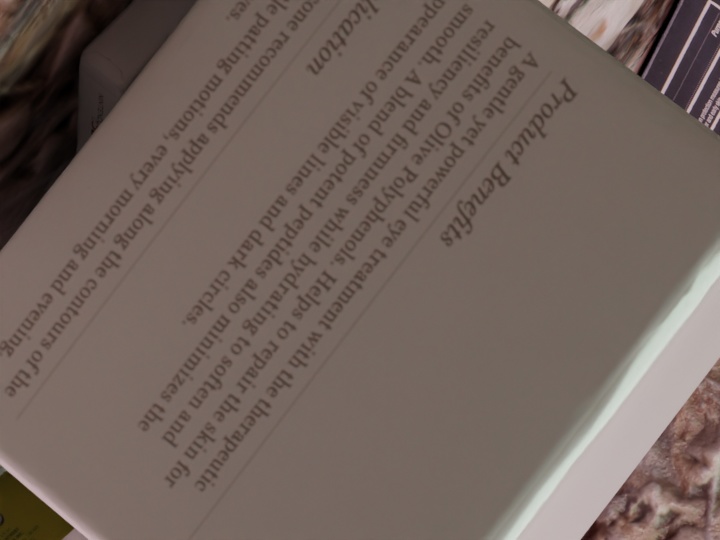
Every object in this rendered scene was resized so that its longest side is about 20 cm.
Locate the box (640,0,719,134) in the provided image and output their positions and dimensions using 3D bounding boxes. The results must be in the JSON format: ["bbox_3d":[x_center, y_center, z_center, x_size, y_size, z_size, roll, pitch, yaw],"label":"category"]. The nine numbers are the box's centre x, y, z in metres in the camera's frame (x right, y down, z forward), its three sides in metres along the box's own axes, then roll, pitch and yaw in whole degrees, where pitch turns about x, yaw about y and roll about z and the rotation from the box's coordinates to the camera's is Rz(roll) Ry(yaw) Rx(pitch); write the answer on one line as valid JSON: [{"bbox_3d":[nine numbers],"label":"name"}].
[{"bbox_3d":[0.264,-0.081,1.647,0.123,0.198,0.200,-46,167,-39],"label":"box"}]

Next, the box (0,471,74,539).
[{"bbox_3d":[-0.152,0.160,1.109,0.075,0.050,0.200,-45,167,-31],"label":"box"}]

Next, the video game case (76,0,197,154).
[{"bbox_3d":[-0.023,-0.085,0.952,0.200,0.022,0.183,-47,167,-23],"label":"video game case"}]

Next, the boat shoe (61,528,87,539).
[{"bbox_3d":[-0.066,0.109,1.001,0.200,0.068,0.072,-39,154,-26],"label":"boat shoe"}]

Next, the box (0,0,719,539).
[{"bbox_3d":[0.005,0.018,0.881,0.199,0.171,0.200,-52,168,-2],"label":"box"}]
